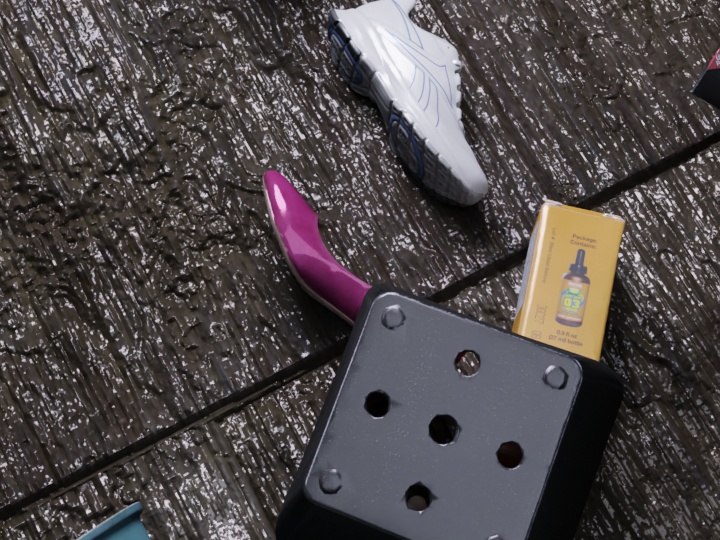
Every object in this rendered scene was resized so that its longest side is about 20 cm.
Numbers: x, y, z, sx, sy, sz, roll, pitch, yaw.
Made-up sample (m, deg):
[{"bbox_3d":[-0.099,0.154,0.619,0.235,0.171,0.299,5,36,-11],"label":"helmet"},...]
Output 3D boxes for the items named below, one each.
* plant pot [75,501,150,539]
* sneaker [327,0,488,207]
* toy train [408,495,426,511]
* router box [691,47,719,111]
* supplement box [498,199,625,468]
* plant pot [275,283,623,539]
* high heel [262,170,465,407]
[{"bbox_3d":[-0.171,0.289,0.833,0.199,0.200,0.197,-35,83,-12],"label":"plant pot"},{"bbox_3d":[0.051,-0.143,1.040,0.087,0.075,0.201,-27,75,-15],"label":"sneaker"},{"bbox_3d":[0.086,0.249,0.918,0.198,0.056,0.152,15,72,4],"label":"toy train"},{"bbox_3d":[0.363,-0.165,0.999,0.149,0.062,0.200,34,50,7],"label":"router box"},{"bbox_3d":[0.147,0.054,0.980,0.066,0.069,0.202,13,74,3],"label":"supplement box"},{"bbox_3d":[0.057,0.114,0.838,0.198,0.178,0.202,20,77,10],"label":"plant pot"},{"bbox_3d":[0.000,0.000,0.990,0.095,0.067,0.201,-27,89,0],"label":"high heel"}]
